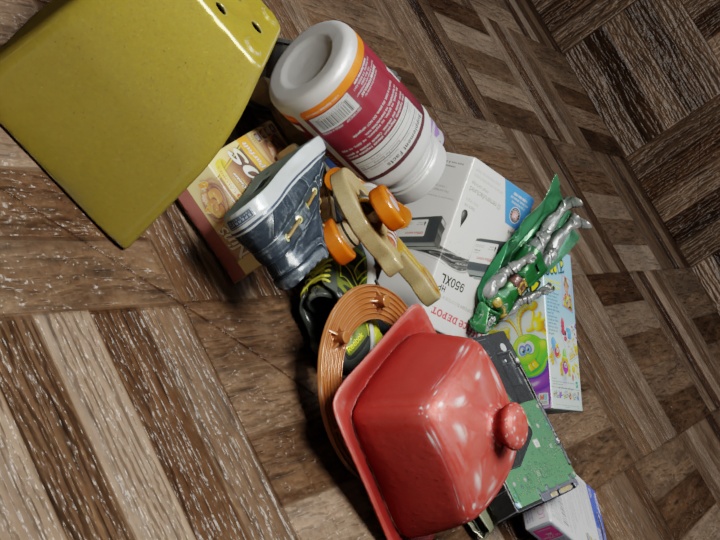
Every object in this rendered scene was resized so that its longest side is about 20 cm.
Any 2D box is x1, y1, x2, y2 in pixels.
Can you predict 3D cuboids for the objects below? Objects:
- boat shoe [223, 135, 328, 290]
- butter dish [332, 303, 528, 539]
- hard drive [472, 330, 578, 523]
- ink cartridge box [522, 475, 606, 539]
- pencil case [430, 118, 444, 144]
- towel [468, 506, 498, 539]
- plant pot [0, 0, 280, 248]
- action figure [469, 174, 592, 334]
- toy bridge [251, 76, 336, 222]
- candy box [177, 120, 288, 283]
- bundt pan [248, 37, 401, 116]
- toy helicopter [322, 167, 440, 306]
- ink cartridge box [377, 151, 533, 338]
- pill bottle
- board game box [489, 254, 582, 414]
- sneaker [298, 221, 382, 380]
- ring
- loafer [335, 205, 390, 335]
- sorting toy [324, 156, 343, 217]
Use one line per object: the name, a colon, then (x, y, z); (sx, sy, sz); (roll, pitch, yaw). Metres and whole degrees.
boat shoe: (-0.065, -0.056, 1.190); (0.091, 0.070, 0.201); (55, 29, -13)
butter dish: (0.092, 0.153, 1.180); (0.199, 0.146, 0.202); (-44, 118, -48)
hard drive: (0.159, 0.173, 1.391); (0.139, 0.038, 0.202); (-9, 67, -49)
ink cartridge box: (0.246, 0.292, 1.500); (0.200, 0.042, 0.121); (40, 32, -44)
pencil case: (0.034, -0.223, 1.727); (0.200, 0.084, 0.085); (44, -10, -32)
towel: (0.111, 0.193, 1.406); (0.194, 0.034, 0.200); (60, 21, 1)
plant pot: (-0.182, -0.183, 1.085); (0.196, 0.199, 0.195); (48, 24, -19)
action figure: (0.196, -0.002, 1.454); (0.054, 0.200, 0.119); (27, -21, 44)
toy bridge: (-0.063, -0.116, 1.313); (0.067, 0.027, 0.202); (17, 46, -61)
candy box: (-0.111, -0.076, 1.271); (0.116, 0.055, 0.200); (55, 22, -6)
bundt pan: (-0.056, -0.210, 1.430); (0.201, 0.199, 0.077); (9, 94, -60)
toy helicopter: (0.025, -0.034, 1.284); (0.200, 0.078, 0.133); (48, 14, -40)
ink cartridge box: (0.110, -0.021, 1.459); (0.083, 0.203, 0.144); (15, -7, 42)
pill bottle: (0.003, -0.161, 1.305); (0.200, 0.112, 0.114); (41, 26, -39)
board game box: (0.210, 0.080, 1.559); (0.104, 0.102, 0.204); (15, 70, -58)
sneaker: (-0.027, 0.019, 1.283); (0.084, 0.074, 0.202); (36, 30, -49)
ring: (0.023, 0.114, 1.233); (0.199, 0.019, 0.204); (16, 70, -53)
loafer: (0.000, 0.000, 1.383); (0.072, 0.063, 0.202); (22, 41, -53)
sorting toy: (0.007, -0.144, 1.580); (0.198, 0.069, 0.202); (33, 33, -44)
